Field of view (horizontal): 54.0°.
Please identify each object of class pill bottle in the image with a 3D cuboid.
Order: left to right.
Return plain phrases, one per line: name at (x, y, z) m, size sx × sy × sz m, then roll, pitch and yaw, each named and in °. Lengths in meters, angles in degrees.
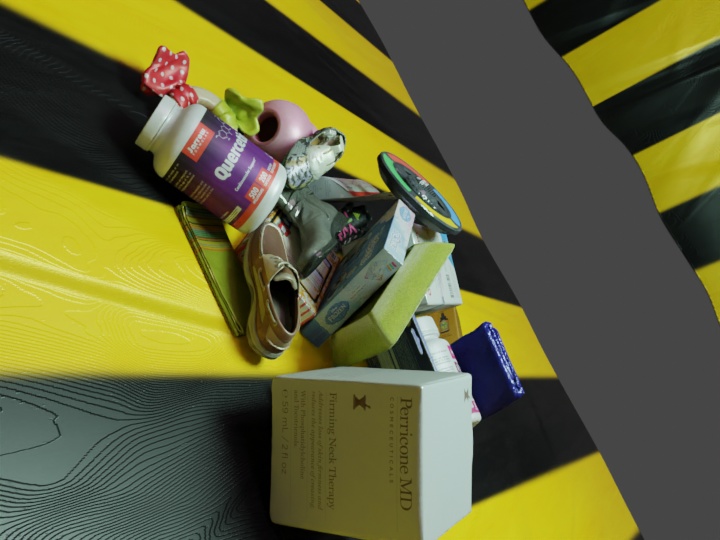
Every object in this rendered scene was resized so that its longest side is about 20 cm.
pill bottle at (-0.206, -0.149, 0.978) m, size 0.198 × 0.112 × 0.114 m, roll 35°, pitch 30°, yaw -20°
pill bottle at (0.125, 0.194, 1.253) m, size 0.113 × 0.112 × 0.204 m, roll 14°, pitch 48°, yaw -58°

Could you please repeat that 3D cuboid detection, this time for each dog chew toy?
dog chew toy at (-0.124, -0.223, 1.269) m, size 0.127 × 0.123 × 0.199 m, roll 65°, pitch 15°, yaw 19°

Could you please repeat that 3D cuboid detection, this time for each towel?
towel at (-0.187, -0.005, 0.983) m, size 0.204 × 0.018 × 0.086 m, roll 63°, pitch 24°, yaw 10°
towel at (0.200, 0.201, 1.291) m, size 0.049 × 0.200 × 0.150 m, roll -3°, pitch 62°, yaw -43°

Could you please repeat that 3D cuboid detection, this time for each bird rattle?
bird rattle at (-0.241, -0.233, 1.064) m, size 0.198 × 0.111 × 0.167 m, roll 26°, pitch 55°, yaw -47°

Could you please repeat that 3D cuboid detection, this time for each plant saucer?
plant saucer at (0.034, 0.045, 1.068) m, size 0.048 × 0.199 × 0.202 m, roll 40°, pitch 60°, yaw -9°

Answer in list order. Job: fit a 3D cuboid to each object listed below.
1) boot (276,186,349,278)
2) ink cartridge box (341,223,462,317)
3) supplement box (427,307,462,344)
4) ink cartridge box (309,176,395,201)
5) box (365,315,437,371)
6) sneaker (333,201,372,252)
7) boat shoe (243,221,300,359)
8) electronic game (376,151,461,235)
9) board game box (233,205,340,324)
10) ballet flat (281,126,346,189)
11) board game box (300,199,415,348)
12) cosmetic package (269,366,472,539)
boot at (-0.097, -0.076, 1.105) m, size 0.130 × 0.068 × 0.201 m, roll 41°, pitch 26°, yaw -9°
ink cartridge box at (0.080, 0.009, 1.309) m, size 0.199 × 0.143 × 0.151 m, roll 6°, pitch 69°, yaw -64°
supplement box at (0.182, 0.155, 1.464) m, size 0.203 × 0.065 × 0.070 m, roll -91°, pitch 159°, yaw -49°
ink cartridge box at (-0.010, -0.154, 1.313) m, size 0.159 × 0.195 × 0.049 m, roll -10°, pitch 97°, yaw -66°
box at (0.068, 0.145, 1.115) m, size 0.032 × 0.201 × 0.123 m, roll -11°, pitch 65°, yaw -25°
sneaker at (-0.033, -0.084, 1.309) m, size 0.075 × 0.087 × 0.199 m, roll 57°, pitch 23°, yaw 1°
boat shoe at (-0.112, 0.018, 0.965) m, size 0.075 × 0.071 × 0.205 m, roll 18°, pitch 52°, yaw -40°
electronic game at (0.106, -0.138, 1.255) m, size 0.198 × 0.042 × 0.201 m, roll 38°, pitch 21°, yaw -16°
board game box at (-0.110, -0.024, 1.127) m, size 0.153 × 0.046 × 0.201 m, roll 52°, pitch 23°, yaw -14°
ballet flat at (-0.067, -0.190, 1.149) m, size 0.073 × 0.071 × 0.201 m, roll 52°, pitch 29°, yaw -12°
board game box at (0.000, 0.000, 1.126) m, size 0.043 × 0.199 × 0.201 m, roll 41°, pitch 25°, yaw -10°
cosmetic package at (0.017, 0.207, 0.837) m, size 0.165 × 0.195 × 0.173 m, roll 7°, pitch 82°, yaw -62°
